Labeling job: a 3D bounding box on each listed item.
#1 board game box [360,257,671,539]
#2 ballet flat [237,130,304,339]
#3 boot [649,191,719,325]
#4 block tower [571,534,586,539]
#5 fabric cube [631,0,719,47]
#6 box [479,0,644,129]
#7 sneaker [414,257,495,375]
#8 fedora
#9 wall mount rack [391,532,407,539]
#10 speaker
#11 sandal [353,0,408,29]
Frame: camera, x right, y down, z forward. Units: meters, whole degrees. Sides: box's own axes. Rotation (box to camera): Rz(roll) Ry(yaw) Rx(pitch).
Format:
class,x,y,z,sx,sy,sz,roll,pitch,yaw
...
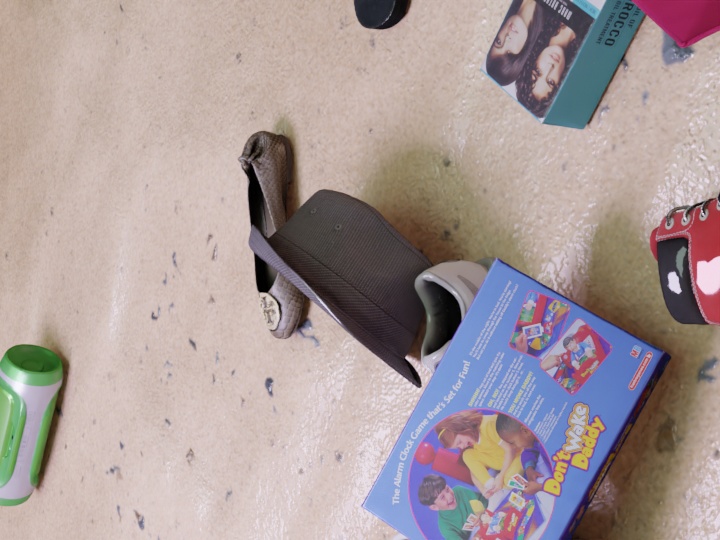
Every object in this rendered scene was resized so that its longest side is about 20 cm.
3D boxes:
class,x,y,z,sx,sy,sz,roll,pitch,yaw
board game box,0.107,0.113,0.849,0.134,0.045,0.202,30,94,22
ballet flat,-0.090,-0.035,1.172,0.067,0.046,0.203,-9,83,51
boot,0.241,-0.058,0.754,0.144,0.072,0.203,15,105,51
block tower,0.121,0.215,0.910,0.199,0.054,0.059,20,106,49
fabric cube,0.204,-0.272,0.661,0.199,0.199,0.199,-24,70,28
box,0.164,-0.208,0.862,0.082,0.049,0.202,48,125,39
sneaker,0.087,0.088,0.927,0.074,0.088,0.202,-35,65,43
fedora,0.000,0.000,1.004,0.091,0.177,0.200,-52,39,-1
wall mount rack,0.049,0.311,0.976,0.173,0.074,0.203,-28,70,50
speaker,-0.440,0.200,1.570,0.088,0.088,0.202,40,119,43
sandal,0.003,-0.312,1.060,0.075,0.048,0.203,-19,76,49
